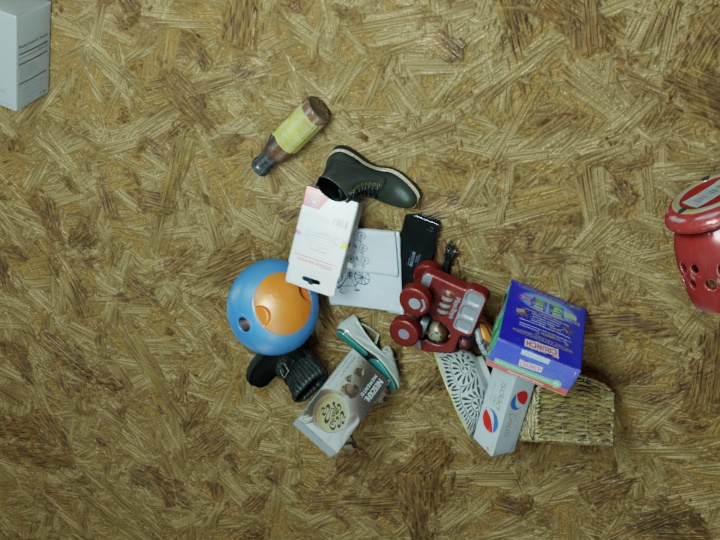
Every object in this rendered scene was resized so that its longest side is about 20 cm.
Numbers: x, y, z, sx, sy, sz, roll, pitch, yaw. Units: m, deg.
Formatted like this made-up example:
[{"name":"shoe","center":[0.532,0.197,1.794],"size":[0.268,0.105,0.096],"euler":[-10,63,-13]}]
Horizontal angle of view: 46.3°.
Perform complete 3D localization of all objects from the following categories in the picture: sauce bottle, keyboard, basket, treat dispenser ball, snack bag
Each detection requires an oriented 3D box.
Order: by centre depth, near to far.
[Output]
[{"name":"sauce bottle","center":[-0.143,-0.259,1.655],"size":[0.066,0.066,0.199],"euler":[45,122,-12]},{"name":"keyboard","center":[0.132,-0.018,1.736],"size":[0.125,0.021,0.203],"euler":[21,126,13]},{"name":"basket","center":[0.408,0.287,1.752],"size":[0.196,0.146,0.149],"euler":[7,168,-18]},{"name":"snack bag","center":[0.000,0.000,1.782],"size":[0.184,0.021,0.204],"euler":[6,121,20]},{"name":"treat dispenser ball","center":[-0.186,0.078,1.794],"size":[0.196,0.202,0.205],"euler":[9,123,13]}]

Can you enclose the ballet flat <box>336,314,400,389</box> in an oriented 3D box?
[{"name":"ballet flat","center":[0.032,0.176,1.863],"size":[0.069,0.070,0.200],"euler":[-36,105,33]}]

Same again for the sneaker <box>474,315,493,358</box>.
[{"name":"sneaker","center":[0.316,0.155,1.754],"size":[0.110,0.078,0.201],"euler":[-24,119,24]}]

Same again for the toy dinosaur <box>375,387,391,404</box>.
[{"name":"toy dinosaur","center":[-0.042,0.297,1.913],"size":[0.197,0.086,0.138],"euler":[3,116,-35]}]

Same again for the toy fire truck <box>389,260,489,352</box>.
[{"name":"toy fire truck","center":[0.160,0.090,1.704],"size":[0.165,0.112,0.203],"euler":[24,128,11]}]

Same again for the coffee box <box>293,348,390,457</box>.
[{"name":"coffee box","center":[-0.040,0.287,1.835],"size":[0.113,0.201,0.080],"euler":[40,157,1]}]

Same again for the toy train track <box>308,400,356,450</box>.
[{"name":"toy train track","center":[-0.060,0.358,2.025],"size":[0.113,0.033,0.203],"euler":[-12,117,25]}]

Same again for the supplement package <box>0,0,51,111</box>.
[{"name":"supplement package","center":[-0.710,-0.452,1.700],"size":[0.119,0.120,0.203],"euler":[21,125,6]}]

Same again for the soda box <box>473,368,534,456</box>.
[{"name":"soda box","center":[0.290,0.266,1.683],"size":[0.063,0.068,0.204],"euler":[-4,118,-32]}]

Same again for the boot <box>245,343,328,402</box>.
[{"name":"boot","center":[-0.172,0.241,1.921],"size":[0.159,0.079,0.212],"euler":[53,128,22]}]

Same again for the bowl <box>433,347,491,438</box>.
[{"name":"bowl","center":[0.233,0.239,1.777],"size":[0.093,0.201,0.203],"euler":[-24,112,5]}]

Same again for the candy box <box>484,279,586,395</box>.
[{"name":"candy box","center":[0.345,0.128,1.640],"size":[0.166,0.201,0.078],"euler":[22,126,5]}]

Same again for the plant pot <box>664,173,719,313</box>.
[{"name":"plant pot","center":[0.629,-0.055,1.432],"size":[0.197,0.201,0.185],"euler":[-20,110,28]}]

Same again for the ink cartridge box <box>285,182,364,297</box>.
[{"name":"ink cartridge box","center":[-0.074,-0.062,1.713],"size":[0.114,0.067,0.204],"euler":[18,104,8]}]

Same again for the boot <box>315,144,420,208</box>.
[{"name":"boot","center":[0.011,-0.150,1.624],"size":[0.197,0.139,0.078],"euler":[24,125,2]}]
